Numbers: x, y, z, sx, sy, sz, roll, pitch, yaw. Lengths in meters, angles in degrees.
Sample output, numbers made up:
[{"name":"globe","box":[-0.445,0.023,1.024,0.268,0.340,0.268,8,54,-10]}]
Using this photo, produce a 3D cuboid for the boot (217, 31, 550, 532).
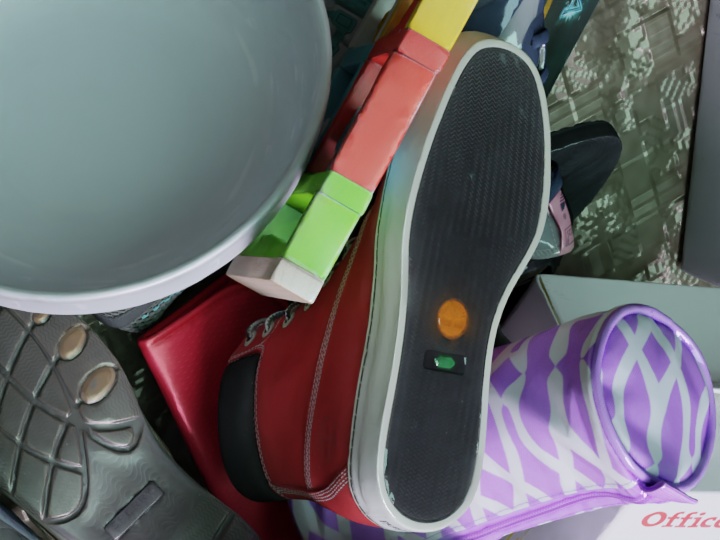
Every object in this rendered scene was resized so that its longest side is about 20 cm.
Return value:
[{"name":"boot","box":[0.000,0.000,1.160,0.072,0.144,0.201,18,83,-35]}]

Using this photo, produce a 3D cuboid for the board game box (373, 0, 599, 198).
[{"name":"board game box","box":[0.059,-0.116,1.260,0.201,0.028,0.135,-62,152,1]}]

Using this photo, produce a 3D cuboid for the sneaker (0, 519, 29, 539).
[{"name":"sneaker","box":[-0.160,0.108,1.066,0.200,0.082,0.075,29,81,-31]}]

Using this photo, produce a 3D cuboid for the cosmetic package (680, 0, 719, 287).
[{"name":"cosmetic package","box":[0.228,-0.087,1.378,0.112,0.081,0.201,-3,109,-31]}]

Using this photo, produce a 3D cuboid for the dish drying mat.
[{"name":"dish drying mat","box":[-0.028,0.096,1.246,0.077,0.018,0.201,-38,115,-32]}]

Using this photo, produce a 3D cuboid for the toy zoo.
[{"name":"toy zoo","box":[0.010,-0.080,1.127,0.020,0.131,0.201,29,86,-10]}]

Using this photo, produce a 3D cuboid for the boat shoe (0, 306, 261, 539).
[{"name":"boat shoe","box":[-0.116,0.085,1.207,0.076,0.072,0.200,-38,90,-14]}]

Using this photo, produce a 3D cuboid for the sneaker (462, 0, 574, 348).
[{"name":"sneaker","box":[0.061,-0.049,1.197,0.070,0.082,0.201,-39,149,-65]}]

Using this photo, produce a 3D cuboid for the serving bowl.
[{"name":"serving bowl","box":[-0.110,-0.069,1.132,0.200,0.200,0.066,-39,162,-14]}]

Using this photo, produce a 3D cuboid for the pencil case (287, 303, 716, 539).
[{"name":"pencil case","box":[0.054,0.078,1.177,0.084,0.200,0.086,28,54,-33]}]

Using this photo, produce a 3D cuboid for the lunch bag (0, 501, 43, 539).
[{"name":"lunch bag","box":[-0.228,0.157,1.150,0.200,0.127,0.170,-49,120,-6]}]

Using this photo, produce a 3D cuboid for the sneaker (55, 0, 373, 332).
[{"name":"sneaker","box":[-0.064,-0.055,1.220,0.200,0.077,0.091,-50,164,-24]}]

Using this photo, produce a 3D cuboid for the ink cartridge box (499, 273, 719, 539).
[{"name":"ink cartridge box","box":[0.117,0.098,1.294,0.128,0.126,0.200,4,136,-33]}]

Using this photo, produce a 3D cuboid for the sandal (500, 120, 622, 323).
[{"name":"sandal","box":[0.042,0.009,1.279,0.200,0.048,0.075,-37,154,5]}]
